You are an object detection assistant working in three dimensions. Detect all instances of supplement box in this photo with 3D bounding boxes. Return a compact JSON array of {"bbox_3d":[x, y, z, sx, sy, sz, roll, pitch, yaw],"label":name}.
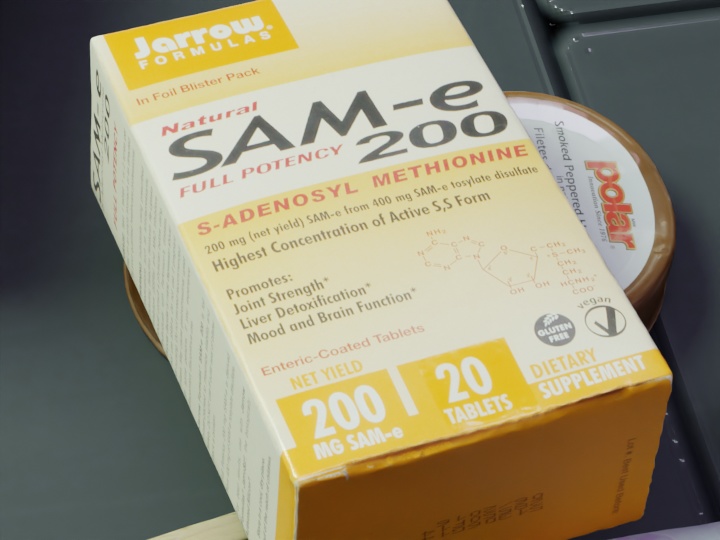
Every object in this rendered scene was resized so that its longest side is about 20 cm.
[{"bbox_3d":[0.000,0.000,0.854,0.125,0.074,0.201,-15,50,-17],"label":"supplement box"}]

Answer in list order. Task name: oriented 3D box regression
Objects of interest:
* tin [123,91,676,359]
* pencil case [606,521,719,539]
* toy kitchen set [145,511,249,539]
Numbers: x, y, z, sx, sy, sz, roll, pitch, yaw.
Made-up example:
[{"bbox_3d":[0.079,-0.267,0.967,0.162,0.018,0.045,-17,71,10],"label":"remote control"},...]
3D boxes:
[{"bbox_3d":[0.015,-0.010,0.947,0.199,0.042,0.113,-3,60,-9],"label":"tin"},{"bbox_3d":[0.139,0.120,0.840,0.199,0.083,0.091,-10,50,-14],"label":"pencil case"},{"bbox_3d":[-0.083,0.139,0.741,0.199,0.181,0.164,-16,59,-18],"label":"toy kitchen set"}]
